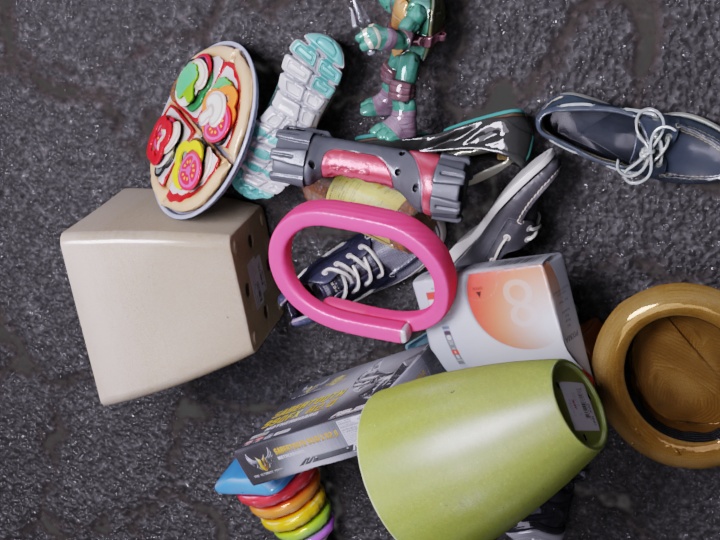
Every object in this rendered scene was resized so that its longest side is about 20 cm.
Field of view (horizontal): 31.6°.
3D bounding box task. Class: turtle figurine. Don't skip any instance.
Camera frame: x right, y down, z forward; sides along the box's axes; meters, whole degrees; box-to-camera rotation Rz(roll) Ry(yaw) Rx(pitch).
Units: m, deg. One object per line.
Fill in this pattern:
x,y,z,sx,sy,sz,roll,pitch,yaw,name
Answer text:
0.035,-0.238,1.256,0.100,0.150,0.200,6,118,4,turtle figurine

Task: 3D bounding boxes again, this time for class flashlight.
0.009,-0.095,1.266,0.199,0.068,0.068,9,106,11,flashlight

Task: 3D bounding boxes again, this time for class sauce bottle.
-0.013,-0.082,1.355,0.200,0.066,0.066,28,120,29,sauce bottle

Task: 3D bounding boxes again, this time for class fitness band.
0.000,0.000,1.290,0.200,0.037,0.144,11,127,22,fitness band

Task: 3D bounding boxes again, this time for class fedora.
0.329,0.097,1.272,0.200,0.082,0.201,5,110,13,fedora

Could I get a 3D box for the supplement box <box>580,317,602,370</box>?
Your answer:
0.180,0.126,1.366,0.200,0.069,0.067,-31,93,33,supplement box

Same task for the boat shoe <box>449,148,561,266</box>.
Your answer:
0.151,-0.042,1.309,0.060,0.074,0.200,42,124,4,boat shoe

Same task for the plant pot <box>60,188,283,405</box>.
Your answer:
-0.196,0.016,1.432,0.177,0.200,0.200,-6,107,13,plant pot

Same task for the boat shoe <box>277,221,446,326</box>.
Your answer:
0.000,0.001,1.383,0.200,0.093,0.075,-32,95,31,boat shoe

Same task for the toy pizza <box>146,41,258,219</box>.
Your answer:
-0.177,-0.154,1.367,0.200,0.032,0.201,-25,57,45,toy pizza

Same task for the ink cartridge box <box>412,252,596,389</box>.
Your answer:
0.149,0.089,1.291,0.162,0.050,0.200,-8,99,39,ink cartridge box

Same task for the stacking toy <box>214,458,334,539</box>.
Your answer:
-0.072,0.297,1.538,0.116,0.110,0.200,-8,118,42,stacking toy

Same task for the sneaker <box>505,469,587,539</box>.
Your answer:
0.149,0.227,1.397,0.200,0.076,0.114,19,110,-13,sneaker

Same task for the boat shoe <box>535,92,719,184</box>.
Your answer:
0.267,-0.126,1.229,0.200,0.062,0.075,22,115,15,boat shoe

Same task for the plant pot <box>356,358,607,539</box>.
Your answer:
0.131,0.165,1.237,0.200,0.187,0.187,-30,96,31,plant pot

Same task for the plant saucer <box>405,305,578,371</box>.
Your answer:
0.142,0.062,1.386,0.200,0.019,0.070,-35,93,30,plant saucer

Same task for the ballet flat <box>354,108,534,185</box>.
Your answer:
0.081,-0.118,1.307,0.200,0.068,0.069,-7,81,27,ballet flat

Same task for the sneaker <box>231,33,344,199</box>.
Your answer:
-0.069,-0.163,1.350,0.078,0.091,0.200,34,112,-2,sneaker

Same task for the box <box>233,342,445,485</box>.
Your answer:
-0.021,0.158,1.406,0.200,0.158,0.048,-21,103,36,box
